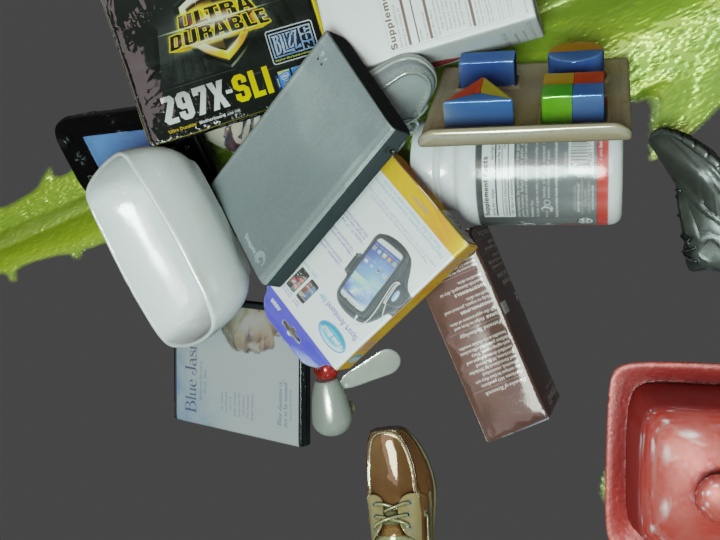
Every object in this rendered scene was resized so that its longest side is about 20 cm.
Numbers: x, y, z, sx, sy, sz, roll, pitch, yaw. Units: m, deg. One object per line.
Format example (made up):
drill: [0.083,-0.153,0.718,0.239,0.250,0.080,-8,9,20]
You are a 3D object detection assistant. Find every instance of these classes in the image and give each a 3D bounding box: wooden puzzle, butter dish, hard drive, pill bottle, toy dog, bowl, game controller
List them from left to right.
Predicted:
game controller: [-0.243,-0.126,1.070,0.199,0.042,0.105,-1,117,33]
bowl: [-0.188,-0.027,1.006,0.074,0.199,0.201,-28,94,-28]
hard drive: [-0.053,-0.102,0.929,0.200,0.033,0.140,-49,54,26]
toy dog: [-0.015,0.061,1.043,0.132,0.096,0.201,32,114,34]
pill bottle: [0.154,-0.102,0.969,0.198,0.116,0.117,1,95,15]
wooden puzzle: [0.155,-0.169,0.920,0.184,0.200,0.047,-1,119,14]
butter dish: [0.332,0.195,0.932,0.198,0.148,0.201,1,94,14]

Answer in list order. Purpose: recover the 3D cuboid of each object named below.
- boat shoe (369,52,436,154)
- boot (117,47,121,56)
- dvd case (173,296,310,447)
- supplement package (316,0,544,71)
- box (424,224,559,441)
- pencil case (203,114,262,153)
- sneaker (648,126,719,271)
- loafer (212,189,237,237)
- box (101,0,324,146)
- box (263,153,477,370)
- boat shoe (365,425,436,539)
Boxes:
boat shoe: [0.001,-0.120,0.953,0.202,0.065,0.074,-42,127,19]
boot: [-0.159,-0.301,1.031,0.167,0.076,0.202,0,69,16]
dvd case: [-0.131,0.103,1.068,0.199,0.017,0.144,4,96,39]
supplement package: [0.068,-0.267,0.974,0.198,0.121,0.121,-13,91,15]
box: [0.126,0.058,0.996,0.074,0.100,0.201,-22,89,18]
pencil case: [-0.113,-0.164,1.050,0.199,0.078,0.090,24,121,12]
sneaker: [0.336,-0.049,0.953,0.091,0.076,0.201,-40,82,21]
loafer: [-0.089,-0.066,1.054,0.198,0.076,0.069,4,101,14]
box: [-0.137,-0.226,0.974,0.198,0.049,0.161,-18,97,-7]
box: [0.000,0.000,0.945,0.200,0.041,0.119,-44,74,17]
boat shoe: [0.044,0.267,1.048,0.075,0.074,0.202,-11,92,14]
